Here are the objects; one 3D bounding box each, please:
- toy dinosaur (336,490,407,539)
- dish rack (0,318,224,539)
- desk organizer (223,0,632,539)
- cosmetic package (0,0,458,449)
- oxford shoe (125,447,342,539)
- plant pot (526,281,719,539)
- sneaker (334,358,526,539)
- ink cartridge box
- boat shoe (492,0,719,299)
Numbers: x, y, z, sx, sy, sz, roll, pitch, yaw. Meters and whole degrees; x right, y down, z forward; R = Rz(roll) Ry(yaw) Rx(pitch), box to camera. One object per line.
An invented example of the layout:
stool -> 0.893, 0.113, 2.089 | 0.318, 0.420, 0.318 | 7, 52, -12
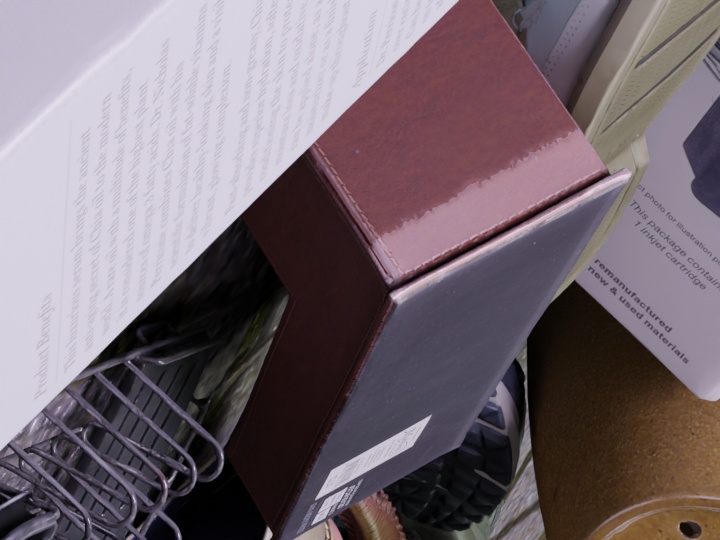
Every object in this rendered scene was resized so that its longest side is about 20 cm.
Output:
toy dinosaur -> 0.044, 0.136, 0.995 | 0.181, 0.105, 0.201 | -29, 108, -80
dish rack -> -0.095, 0.093, 0.707 | 0.154, 0.055, 0.200 | -60, 165, 20
desk organizer -> 0.000, 0.000, 0.744 | 0.072, 0.077, 0.200 | -28, 165, -20
cosmetic package -> -0.050, -0.050, 0.500 | 0.200, 0.071, 0.102 | -46, 163, -31
oxford shoe -> -0.081, 0.132, 0.835 | 0.200, 0.071, 0.074 | -55, 152, -25
plant pot -> 0.134, 0.057, 0.932 | 0.200, 0.186, 0.187 | -67, -179, -54
sneaker -> 0.026, 0.052, 0.997 | 0.200, 0.077, 0.086 | 98, 13, -64
ink cartridge box -> 0.157, -0.072, 0.804 | 0.145, 0.084, 0.200 | -42, 173, -39
boat shoe -> 0.053, -0.063, 0.737 | 0.075, 0.068, 0.200 | -36, 162, -38
